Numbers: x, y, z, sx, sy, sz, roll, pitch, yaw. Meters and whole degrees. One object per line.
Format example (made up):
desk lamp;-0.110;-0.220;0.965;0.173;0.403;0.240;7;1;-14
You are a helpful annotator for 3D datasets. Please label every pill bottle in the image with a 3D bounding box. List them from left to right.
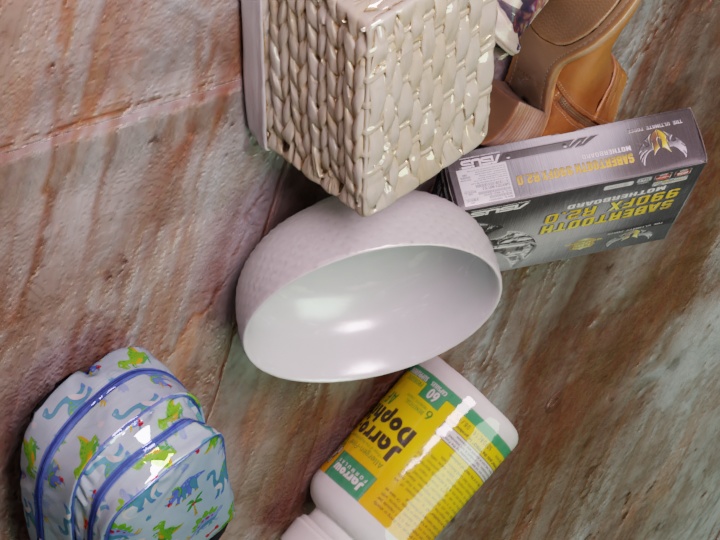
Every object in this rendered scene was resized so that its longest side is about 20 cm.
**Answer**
pill bottle;0.029;0.177;2.083;0.200;0.113;0.113;-48;152;-5

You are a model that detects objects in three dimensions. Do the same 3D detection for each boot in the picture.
boot;0.174;-0.164;1.919;0.200;0.074;0.154;-47;153;19

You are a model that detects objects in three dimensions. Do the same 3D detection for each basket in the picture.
basket;0.010;-0.153;1.647;0.135;0.123;0.201;-34;149;-26

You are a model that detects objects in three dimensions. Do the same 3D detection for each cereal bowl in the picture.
cereal bowl;0.000;0.000;1.823;0.199;0.084;0.200;-12;152;-7

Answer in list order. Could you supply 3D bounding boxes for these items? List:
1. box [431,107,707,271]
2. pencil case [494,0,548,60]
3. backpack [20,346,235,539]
box;0.152;-0.055;1.916;0.199;0.049;0.159;-11;160;-10
pencil case;0.134;-0.248;1.764;0.089;0.078;0.200;32;97;-42
backpack;-0.164;0.144;1.755;0.163;0.154;0.201;-29;133;-22
